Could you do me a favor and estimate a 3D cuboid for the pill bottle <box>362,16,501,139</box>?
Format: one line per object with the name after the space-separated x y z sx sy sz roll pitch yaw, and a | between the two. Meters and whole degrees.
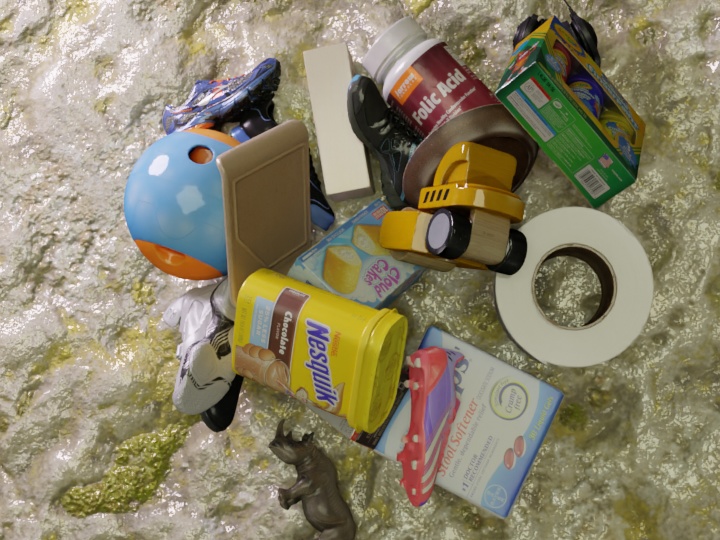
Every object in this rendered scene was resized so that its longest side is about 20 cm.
0.102 -0.240 1.436 0.114 0.114 0.200 -43 83 2 | pill bottle

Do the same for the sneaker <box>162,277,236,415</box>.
-0.213 0.098 1.388 0.114 0.075 0.202 -7 52 43 | sneaker

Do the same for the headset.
0.268 -0.320 1.457 0.122 0.094 0.203 1 101 5 | headset

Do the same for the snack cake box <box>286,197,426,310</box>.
0.000 0.000 1.392 0.115 0.200 0.067 42 132 8 | snack cake box

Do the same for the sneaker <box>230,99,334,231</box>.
-0.093 -0.149 1.474 0.078 0.070 0.200 -42 85 3 | sneaker

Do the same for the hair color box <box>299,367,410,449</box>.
-0.034 0.136 1.402 0.199 0.064 0.112 30 90 40 | hair color box

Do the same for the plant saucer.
0.151 -0.132 1.384 0.198 0.201 0.032 -27 57 4 | plant saucer

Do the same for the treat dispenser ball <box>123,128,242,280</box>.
-0.216 -0.088 1.417 0.198 0.201 0.204 0 86 6 | treat dispenser ball

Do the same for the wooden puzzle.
-0.122 -0.074 1.354 0.037 0.185 0.203 9 117 29 | wooden puzzle

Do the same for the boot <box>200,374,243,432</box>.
-0.128 0.111 1.409 0.198 0.065 0.167 -21 60 25 | boot

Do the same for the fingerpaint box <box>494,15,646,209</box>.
0.276 -0.207 1.356 0.073 0.167 0.200 -35 105 34 | fingerpaint box

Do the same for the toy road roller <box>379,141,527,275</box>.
0.124 -0.078 1.325 0.122 0.199 0.148 14 83 -28 | toy road roller

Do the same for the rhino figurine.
-0.070 0.298 1.443 0.086 0.060 0.202 -20 83 -15 | rhino figurine

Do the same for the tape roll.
0.274 0.025 1.385 0.199 0.139 0.206 0 87 7 | tape roll

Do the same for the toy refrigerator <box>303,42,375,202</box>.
-0.032 -0.203 1.468 0.069 0.076 0.203 -11 85 5 | toy refrigerator

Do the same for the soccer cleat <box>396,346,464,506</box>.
0.092 0.197 1.331 0.075 0.067 0.203 1 92 -20 | soccer cleat

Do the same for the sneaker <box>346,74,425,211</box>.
0.049 -0.178 1.421 0.081 0.073 0.201 -10 121 35 | sneaker

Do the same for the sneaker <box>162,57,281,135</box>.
-0.200 -0.245 1.493 0.199 0.075 0.079 -33 80 2 | sneaker

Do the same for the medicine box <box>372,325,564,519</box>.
0.142 0.198 1.406 0.198 0.103 0.184 26 89 7 | medicine box

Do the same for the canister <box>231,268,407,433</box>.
-0.054 0.094 1.284 0.198 0.086 0.150 19 118 21 | canister
